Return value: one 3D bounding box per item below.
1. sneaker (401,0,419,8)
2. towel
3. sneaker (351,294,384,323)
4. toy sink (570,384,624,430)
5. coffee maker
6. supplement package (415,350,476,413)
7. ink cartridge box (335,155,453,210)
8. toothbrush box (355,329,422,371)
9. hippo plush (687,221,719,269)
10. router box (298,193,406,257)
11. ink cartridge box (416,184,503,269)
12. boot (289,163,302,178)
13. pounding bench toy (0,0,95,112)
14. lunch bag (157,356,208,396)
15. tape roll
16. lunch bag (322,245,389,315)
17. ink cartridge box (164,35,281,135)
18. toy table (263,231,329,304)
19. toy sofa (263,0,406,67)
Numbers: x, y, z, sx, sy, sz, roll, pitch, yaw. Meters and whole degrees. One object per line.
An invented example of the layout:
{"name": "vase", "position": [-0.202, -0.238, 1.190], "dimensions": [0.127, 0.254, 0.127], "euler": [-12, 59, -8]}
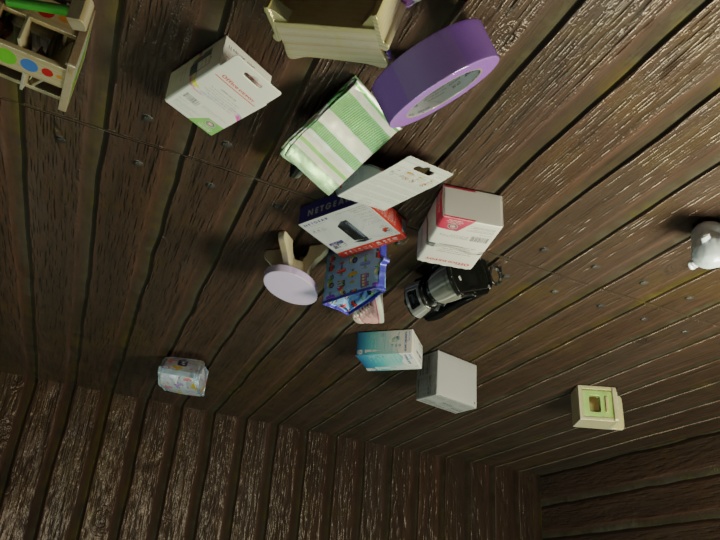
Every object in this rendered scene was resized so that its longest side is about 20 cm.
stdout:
{"name": "sneaker", "position": [0.114, -0.418, 0.957], "dimensions": [0.195, 0.074, 0.115], "euler": [21, 154, -5]}
{"name": "towel", "position": [-0.036, -0.245, 1.248], "dimensions": [0.199, 0.024, 0.152], "euler": [-40, 131, 17]}
{"name": "sneaker", "position": [0.018, 0.105, 1.938], "dimensions": [0.101, 0.078, 0.201], "euler": [-2, 156, 1]}
{"name": "toy sink", "position": [0.900, 0.512, 2.498], "dimensions": [0.193, 0.134, 0.113], "euler": [5, 153, 2]}
{"name": "coffee maker", "position": [0.238, 0.051, 1.738], "dimensions": [0.188, 0.139, 0.199], "euler": [19, 150, -26]}
{"name": "supplement package", "position": [0.303, 0.392, 2.342], "dimensions": [0.196, 0.160, 0.110], "euler": [24, 148, -32]}
{"name": "ink cartridge box", "position": [0.066, -0.193, 1.367], "dimensions": [0.197, 0.052, 0.160], "euler": [-26, 157, 37]}
{"name": "toothbrush box", "position": [0.098, 0.267, 2.220], "dimensions": [0.194, 0.088, 0.147], "euler": [-5, 150, 19]}
{"name": "hippo plush", "position": [0.800, -0.024, 1.462], "dimensions": [0.155, 0.203, 0.163], "euler": [6, 132, 15]}
{"name": "router box", "position": [-0.018, -0.112, 1.566], "dimensions": [0.196, 0.050, 0.178], "euler": [-16, 146, 34]}
{"name": "ink cartridge box", "position": [0.222, -0.094, 1.521], "dimensions": [0.140, 0.087, 0.201], "euler": [10, 151, -9]}
{"name": "boot", "position": [-0.054, -0.229, 1.331], "dimensions": [0.128, 0.070, 0.199], "euler": [18, 145, -26]}
{"name": "pounding bench toy", "position": [-0.514, -0.385, 1.055], "dimensions": [0.152, 0.128, 0.199], "euler": [19, 149, -24]}
{"name": "lunch bag", "position": [-0.680, 0.404, 2.570], "dimensions": [0.164, 0.131, 0.201], "euler": [8, 162, -1]}
{"name": "tape roll", "position": [0.116, -0.304, 1.043], "dimensions": [0.196, 0.067, 0.200], "euler": [-29, 180, 0]}
{"name": "lunch bag", "position": [0.000, 0.000, 1.663], "dimensions": [0.092, 0.155, 0.198], "euler": [22, 148, -32]}
{"name": "ink cartridge box", "position": [-0.237, -0.329, 1.176], "dimensions": [0.196, 0.069, 0.116], "euler": [-16, 146, 36]}
{"name": "toy table", "position": [-0.171, -0.005, 1.719], "dimensions": [0.177, 0.121, 0.201], "euler": [0, 153, 8]}
{"name": "toy sofa", "position": [-0.036, -0.374, 0.987], "dimensions": [0.194, 0.085, 0.098], "euler": [13, 156, 24]}
